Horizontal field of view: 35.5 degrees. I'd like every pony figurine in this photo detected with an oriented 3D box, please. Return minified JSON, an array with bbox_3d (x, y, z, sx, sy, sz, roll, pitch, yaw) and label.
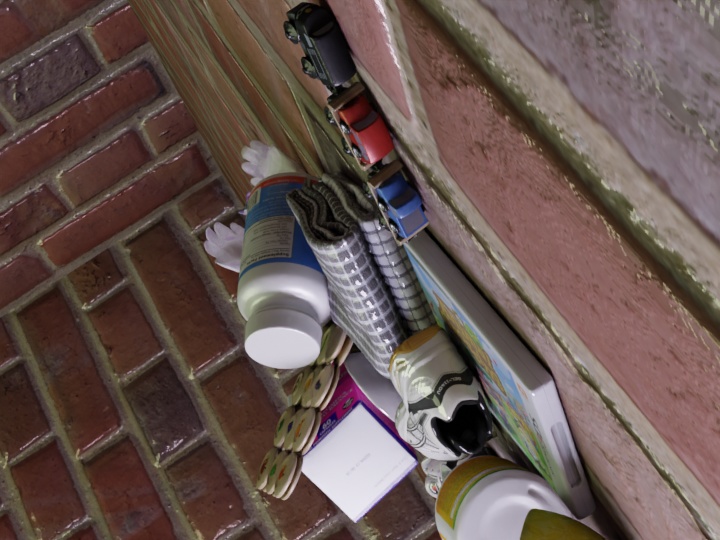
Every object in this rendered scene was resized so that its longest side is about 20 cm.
[{"bbox_3d":[-0.103,-0.061,1.492,0.191,0.169,0.200,26,178,-14],"label":"pony figurine"}]

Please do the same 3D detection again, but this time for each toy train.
[{"bbox_3d":[0.003,-0.101,0.811,0.046,0.034,0.202,26,148,56],"label":"toy train"}]

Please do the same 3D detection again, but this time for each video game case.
[{"bbox_3d":[0.109,0.081,0.896,0.201,0.022,0.183,53,172,45],"label":"video game case"}]

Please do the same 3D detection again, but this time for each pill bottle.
[{"bbox_3d":[-0.078,0.001,1.241,0.113,0.110,0.203,65,-158,-52],"label":"pill bottle"},{"bbox_3d":[0.132,0.242,1.103,0.112,0.110,0.200,57,175,0],"label":"pill bottle"}]

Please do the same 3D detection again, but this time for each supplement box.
[{"bbox_3d":[-0.014,0.183,1.304,0.103,0.101,0.200,46,-175,-14],"label":"supplement box"}]

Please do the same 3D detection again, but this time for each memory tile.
[{"bbox_3d":[-0.062,0.151,1.236,0.017,0.203,0.153,25,169,-12],"label":"memory tile"}]

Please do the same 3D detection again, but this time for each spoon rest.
[{"bbox_3d":[0.046,0.145,1.245,0.199,0.061,0.100,29,-163,-50],"label":"spoon rest"}]

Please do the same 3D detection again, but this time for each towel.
[{"bbox_3d":[0.000,0.000,1.096,0.167,0.085,0.200,61,174,-23],"label":"towel"}]

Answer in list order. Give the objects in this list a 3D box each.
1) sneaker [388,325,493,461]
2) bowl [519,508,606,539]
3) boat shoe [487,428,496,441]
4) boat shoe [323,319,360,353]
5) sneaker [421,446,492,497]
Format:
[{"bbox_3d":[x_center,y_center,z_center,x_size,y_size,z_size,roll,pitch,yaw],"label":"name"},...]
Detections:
[{"bbox_3d":[0.076,0.134,0.975,0.088,0.075,0.201,53,173,33],"label":"sneaker"},{"bbox_3d":[0.177,0.289,0.856,0.200,0.106,0.204,2,-90,-74],"label":"bowl"},{"bbox_3d":[0.073,0.112,1.198,0.201,0.057,0.067,55,174,32],"label":"boat shoe"},{"bbox_3d":[-0.018,0.057,1.357,0.198,0.072,0.076,34,-161,-10],"label":"boat shoe"},{"bbox_3d":[0.126,0.254,1.355,0.075,0.088,0.200,60,173,-9],"label":"sneaker"}]
